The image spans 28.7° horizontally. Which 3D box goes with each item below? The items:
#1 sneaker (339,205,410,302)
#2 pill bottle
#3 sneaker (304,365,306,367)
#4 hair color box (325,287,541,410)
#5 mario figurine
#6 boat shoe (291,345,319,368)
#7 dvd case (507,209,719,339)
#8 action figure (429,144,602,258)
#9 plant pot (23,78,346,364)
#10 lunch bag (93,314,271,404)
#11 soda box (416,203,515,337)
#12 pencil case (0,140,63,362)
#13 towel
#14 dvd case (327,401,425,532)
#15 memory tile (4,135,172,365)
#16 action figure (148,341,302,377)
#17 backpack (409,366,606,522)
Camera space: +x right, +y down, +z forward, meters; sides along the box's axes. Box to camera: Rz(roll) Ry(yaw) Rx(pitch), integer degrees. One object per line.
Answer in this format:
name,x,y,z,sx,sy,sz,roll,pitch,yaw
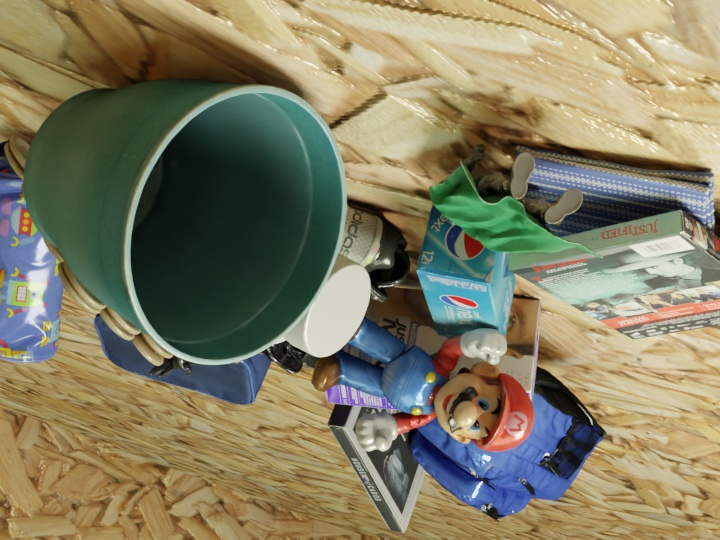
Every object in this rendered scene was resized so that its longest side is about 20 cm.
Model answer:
sneaker,0.000,0.000,1.278,0.087,0.074,0.200,19,160,7
pill bottle,-0.094,-0.006,1.169,0.200,0.111,0.111,27,172,30
sneaker,-0.034,0.071,1.561,0.080,0.072,0.200,30,155,-35
hair color box,0.071,0.079,1.365,0.199,0.109,0.065,6,143,7
mario figurine,0.058,0.104,1.249,0.200,0.106,0.124,21,140,7
boat shoe,-0.052,0.065,1.454,0.073,0.063,0.200,57,173,47
dvd case,0.227,0.008,1.087,0.146,0.022,0.200,-13,155,37
action figure,0.097,-0.050,1.030,0.118,0.055,0.200,37,172,-11
plant pot,-0.145,-0.055,1.043,0.188,0.200,0.200,22,173,42
lunch bag,-0.164,0.043,1.480,0.200,0.133,0.136,17,152,6
soda box,0.095,0.006,1.224,0.064,0.068,0.200,11,164,11
pencil case,-0.315,-0.014,1.304,0.087,0.200,0.078,-2,-158,-27
towel,0.199,-0.040,1.070,0.144,0.024,0.200,12,162,18
dvd case,0.031,0.158,1.471,0.025,0.151,0.200,4,142,26
memory tile,-0.230,-0.016,1.190,0.200,0.017,0.153,58,-172,36
action figure,-0.133,0.043,1.307,0.200,0.119,0.102,1,123,38
backpack,0.140,0.163,1.473,0.162,0.168,0.200,32,176,35
